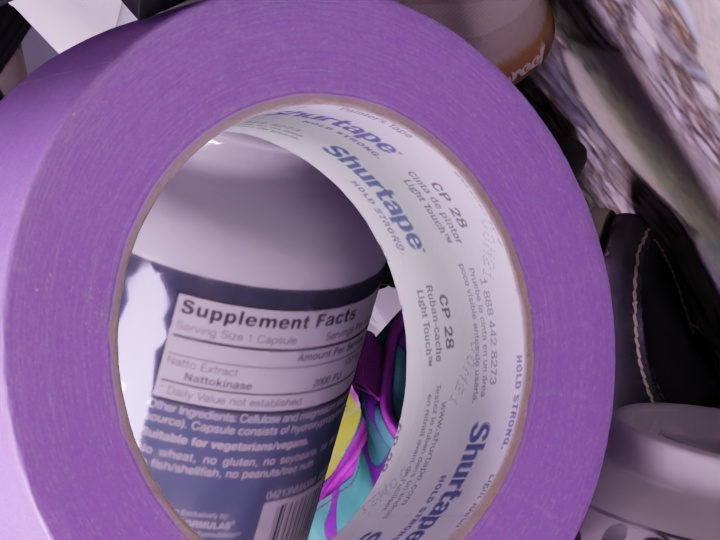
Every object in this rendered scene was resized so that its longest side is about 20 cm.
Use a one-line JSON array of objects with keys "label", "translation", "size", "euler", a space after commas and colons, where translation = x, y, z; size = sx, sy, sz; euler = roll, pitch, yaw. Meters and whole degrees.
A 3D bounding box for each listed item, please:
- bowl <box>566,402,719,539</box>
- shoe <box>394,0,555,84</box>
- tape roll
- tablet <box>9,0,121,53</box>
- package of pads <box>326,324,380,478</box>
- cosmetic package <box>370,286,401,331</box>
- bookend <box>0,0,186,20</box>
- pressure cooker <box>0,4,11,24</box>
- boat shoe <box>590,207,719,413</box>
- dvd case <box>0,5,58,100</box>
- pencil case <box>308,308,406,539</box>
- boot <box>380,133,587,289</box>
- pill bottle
[{"label": "bowl", "translation": [0.113, 0.097, 0.864], "size": [0.200, 0.095, 0.201], "euler": [11, -172, -1]}, {"label": "shoe", "translation": [-0.012, -0.124, 0.877], "size": [0.200, 0.070, 0.053], "euler": [38, 165, 39]}, {"label": "tape roll", "translation": [-0.025, 0.023, 0.788], "size": [0.200, 0.200, 0.066], "euler": [56, 152, -16]}, {"label": "tablet", "translation": [-0.082, -0.140, 1.024], "size": [0.014, 0.130, 0.200], "euler": [33, -174, -33]}, {"label": "package of pads", "translation": [0.007, 0.089, 1.250], "size": [0.068, 0.200, 0.155], "euler": [54, 175, 43]}, {"label": "cosmetic package", "translation": [-0.024, -0.082, 1.107], "size": [0.200, 0.081, 0.113], "euler": [59, 170, -31]}, {"label": "bookend", "translation": [-0.071, -0.142, 0.803], "size": [0.200, 0.092, 0.199], "euler": [51, 152, 25]}, {"label": "pressure cooker", "translation": [-0.113, -0.072, 1.410], "size": [0.176, 0.178, 0.200], "euler": [-88, -26, -46]}, {"label": "boat shoe", "translation": [0.122, 0.053, 0.964], "size": [0.062, 0.073, 0.200], "euler": [0, 136, 25]}, {"label": "dvd case", "translation": [-0.085, -0.031, 1.124], "size": [0.200, 0.017, 0.143], "euler": [62, -151, -28]}, {"label": "pencil case", "translation": [0.021, 0.082, 1.028], "size": [0.092, 0.085, 0.200], "euler": [17, 150, -6]}, {"label": "boot", "translation": [0.000, 0.000, 1.022], "size": [0.138, 0.078, 0.200], "euler": [21, 147, 8]}, {"label": "pill bottle", "translation": [-0.055, 0.006, 0.914], "size": [0.120, 0.119, 0.201], "euler": [45, 126, 52]}]
